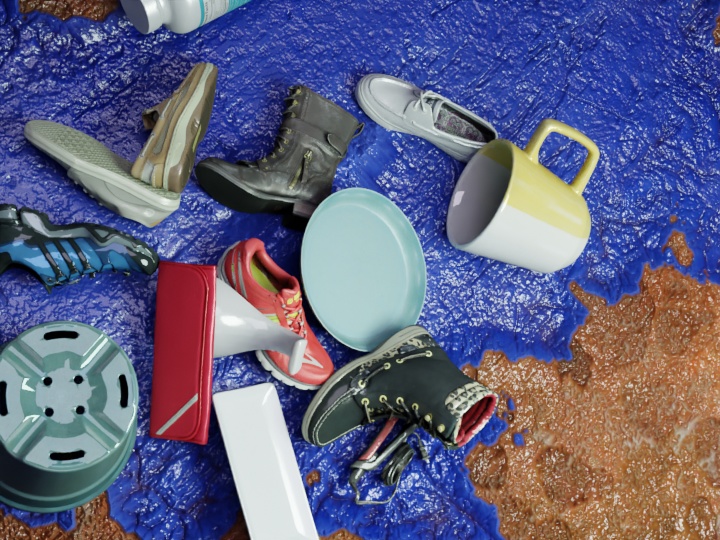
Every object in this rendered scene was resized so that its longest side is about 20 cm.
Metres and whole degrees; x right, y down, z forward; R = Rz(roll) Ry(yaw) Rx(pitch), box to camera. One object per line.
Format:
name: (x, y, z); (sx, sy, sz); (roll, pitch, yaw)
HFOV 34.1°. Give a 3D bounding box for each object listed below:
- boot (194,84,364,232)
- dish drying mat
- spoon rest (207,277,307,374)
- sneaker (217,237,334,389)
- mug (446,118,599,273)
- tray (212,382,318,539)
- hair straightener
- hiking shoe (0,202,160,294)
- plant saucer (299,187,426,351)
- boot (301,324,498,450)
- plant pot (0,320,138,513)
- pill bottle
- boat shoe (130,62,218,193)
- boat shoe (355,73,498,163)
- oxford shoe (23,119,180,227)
boot: (-0.099, -0.153, 1.458); (0.198, 0.069, 0.176); (22, 69, -24)
dish drying mat: (-0.202, 0.092, 1.327); (0.076, 0.018, 0.203); (5, 94, 23)
spoon rest: (-0.146, 0.067, 1.346); (0.198, 0.060, 0.101); (19, 99, 22)
sneaker: (-0.094, 0.051, 1.379); (0.201, 0.085, 0.077); (53, 41, -1)
mug: (0.221, -0.078, 1.495); (0.152, 0.186, 0.151); (24, 54, -21)
tray: (-0.114, 0.234, 1.350); (0.107, 0.022, 0.202); (-6, 76, -52)
hair straightener: (0.056, 0.210, 1.422); (0.077, 0.041, 0.200); (42, 61, -5)
hiking shoe: (-0.330, -0.011, 1.337); (0.197, 0.074, 0.088); (12, 79, -6)
plant saucer: (0.000, 0.000, 1.441); (0.198, 0.027, 0.203); (8, 77, -39)
boot: (0.046, 0.163, 1.370); (0.203, 0.074, 0.153); (-36, 48, -21)
plant pot: (-0.318, 0.145, 1.224); (0.198, 0.196, 0.203); (5, 75, -19)
pill bottle: (-0.198, -0.366, 1.451); (0.199, 0.111, 0.111); (-32, 88, -24)
boat shoe: (-0.224, -0.182, 1.399); (0.075, 0.072, 0.201); (12, 47, 2)
boat shoe: (0.089, -0.204, 1.533); (0.199, 0.068, 0.073); (32, 67, -9)
oxford shoe: (-0.307, -0.111, 1.372); (0.199, 0.058, 0.075); (30, 27, -9)
